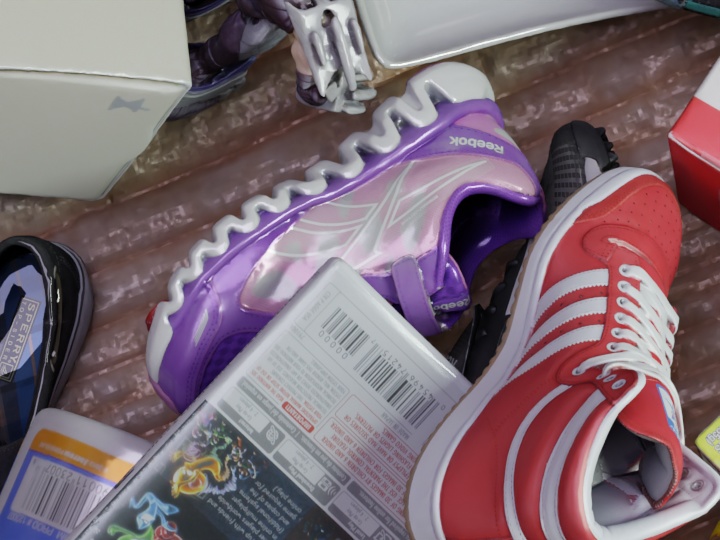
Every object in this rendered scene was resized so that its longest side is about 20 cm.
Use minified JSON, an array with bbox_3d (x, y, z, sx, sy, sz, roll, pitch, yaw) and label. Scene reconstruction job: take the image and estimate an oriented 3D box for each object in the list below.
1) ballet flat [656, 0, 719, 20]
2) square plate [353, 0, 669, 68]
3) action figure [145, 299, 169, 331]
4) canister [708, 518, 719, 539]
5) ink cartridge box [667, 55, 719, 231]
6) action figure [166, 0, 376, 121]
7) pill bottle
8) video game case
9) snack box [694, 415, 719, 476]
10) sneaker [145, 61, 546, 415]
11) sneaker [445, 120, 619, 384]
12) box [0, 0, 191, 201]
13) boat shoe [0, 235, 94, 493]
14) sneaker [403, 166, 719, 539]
[{"bbox_3d":[0.189,-0.189,1.275,0.074,0.074,0.200,22,68,14],"label":"ballet flat"},{"bbox_3d":[0.064,-0.194,1.295,0.198,0.028,0.200,-13,73,-20],"label":"square plate"},{"bbox_3d":[-0.018,0.085,1.262,0.065,0.052,0.200,-33,75,-19],"label":"action figure"},{"bbox_3d":[0.205,0.148,1.191,0.148,0.087,0.200,28,81,15],"label":"canister"},{"bbox_3d":[0.193,-0.075,1.230,0.067,0.116,0.200,33,83,15],"label":"ink cartridge box"},{"bbox_3d":[-0.042,-0.124,1.245,0.069,0.200,0.130,-7,84,-29],"label":"action figure"},{"bbox_3d":[-0.128,0.170,1.229,0.112,0.112,0.200,21,82,14],"label":"pill bottle"},{"bbox_3d":[-0.001,0.127,1.183,0.200,0.023,0.182,44,86,-9],"label":"video game case"},{"bbox_3d":[0.254,0.054,1.136,0.200,0.053,0.142,-44,69,-3],"label":"snack box"},{"bbox_3d":[0.000,0.000,1.219,0.200,0.081,0.088,-39,63,-10],"label":"sneaker"},{"bbox_3d":[0.074,0.031,1.251,0.090,0.066,0.201,0,79,8],"label":"sneaker"},{"bbox_3d":[-0.154,-0.148,1.275,0.109,0.128,0.200,4,66,-24],"label":"box"},{"bbox_3d":[-0.172,0.078,1.282,0.070,0.066,0.200,18,81,14],"label":"boat shoe"},{"bbox_3d":[0.107,0.037,1.138,0.112,0.071,0.200,-5,46,48],"label":"sneaker"}]
